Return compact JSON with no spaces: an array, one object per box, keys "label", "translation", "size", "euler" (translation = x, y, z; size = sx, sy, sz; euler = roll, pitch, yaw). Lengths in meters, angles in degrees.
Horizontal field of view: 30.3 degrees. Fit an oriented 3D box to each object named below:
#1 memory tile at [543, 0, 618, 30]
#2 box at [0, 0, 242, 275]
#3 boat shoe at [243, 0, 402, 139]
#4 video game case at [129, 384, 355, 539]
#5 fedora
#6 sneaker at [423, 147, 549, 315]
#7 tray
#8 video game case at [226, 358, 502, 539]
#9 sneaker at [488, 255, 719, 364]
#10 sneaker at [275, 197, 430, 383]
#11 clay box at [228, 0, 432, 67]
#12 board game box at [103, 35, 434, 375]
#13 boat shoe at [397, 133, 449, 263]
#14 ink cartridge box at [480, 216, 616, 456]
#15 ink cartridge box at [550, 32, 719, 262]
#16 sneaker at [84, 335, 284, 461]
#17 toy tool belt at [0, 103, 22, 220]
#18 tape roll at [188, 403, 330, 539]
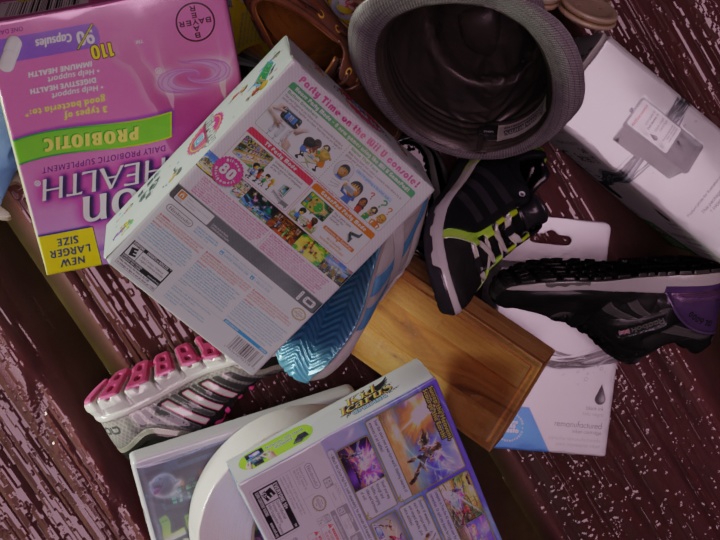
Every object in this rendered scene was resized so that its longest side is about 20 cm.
[{"label":"memory tile","translation":[0.115,-0.254,1.090],"size":[0.199,0.154,0.017],"euler":[17,124,-6]},{"label":"box","translation":[-0.174,-0.118,1.016],"size":[0.175,0.097,0.201],"euler":[-10,115,-4]},{"label":"boat shoe","translation":[-0.030,-0.162,1.045],"size":[0.072,0.068,0.200],"euler":[-24,129,22]},{"label":"video game case","translation":[-0.084,0.209,1.157],"size":[0.199,0.023,0.183],"euler":[-16,114,-13]},{"label":"fedora","translation":[0.085,-0.175,1.004],"size":[0.176,0.091,0.200],"euler":[-2,144,24]},{"label":"sneaker","translation":[0.111,-0.046,1.096],"size":[0.082,0.201,0.072],"euler":[-1,132,24]},{"label":"tray","translation":[0.054,0.055,1.128],"size":[0.199,0.037,0.099],"euler":[34,119,12]},{"label":"video game case","translation":[0.010,0.200,1.110],"size":[0.180,0.045,0.201],"euler":[-27,117,-8]},{"label":"sneaker","translation":[0.205,0.038,1.107],"size":[0.199,0.076,0.088],"euler":[-1,103,-6]},{"label":"sneaker","translation":[0.000,0.000,1.061],"size":[0.076,0.081,0.201],"euler":[26,89,29]},{"label":"clay box","translation":[-0.036,-0.212,1.095],"size":[0.199,0.115,0.048],"euler":[8,59,-6]},{"label":"board game box","translation":[-0.068,-0.045,0.978],"size":[0.200,0.064,0.147],"euler":[-44,113,12]},{"label":"boat shoe","translation":[0.051,-0.024,1.157],"size":[0.073,0.063,0.203],"euler":[-12,100,-6]},{"label":"ink cartridge box","translation":[0.165,0.055,1.174],"size":[0.115,0.067,0.201],"euler":[5,97,-6]},{"label":"ink cartridge box","translation":[0.239,-0.103,1.120],"size":[0.200,0.147,0.083],"euler":[39,93,-8]},{"label":"sneaker","translation":[-0.133,0.109,1.156],"size":[0.199,0.074,0.088],"euler":[-21,109,-5]},{"label":"toy tool belt","translation":[-0.308,-0.104,1.084],"size":[0.122,0.125,0.201],"euler":[20,97,1]},{"label":"tape roll","translation":[-0.047,0.213,1.140],"size":[0.201,0.037,0.204],"euler":[-7,111,-18]}]
